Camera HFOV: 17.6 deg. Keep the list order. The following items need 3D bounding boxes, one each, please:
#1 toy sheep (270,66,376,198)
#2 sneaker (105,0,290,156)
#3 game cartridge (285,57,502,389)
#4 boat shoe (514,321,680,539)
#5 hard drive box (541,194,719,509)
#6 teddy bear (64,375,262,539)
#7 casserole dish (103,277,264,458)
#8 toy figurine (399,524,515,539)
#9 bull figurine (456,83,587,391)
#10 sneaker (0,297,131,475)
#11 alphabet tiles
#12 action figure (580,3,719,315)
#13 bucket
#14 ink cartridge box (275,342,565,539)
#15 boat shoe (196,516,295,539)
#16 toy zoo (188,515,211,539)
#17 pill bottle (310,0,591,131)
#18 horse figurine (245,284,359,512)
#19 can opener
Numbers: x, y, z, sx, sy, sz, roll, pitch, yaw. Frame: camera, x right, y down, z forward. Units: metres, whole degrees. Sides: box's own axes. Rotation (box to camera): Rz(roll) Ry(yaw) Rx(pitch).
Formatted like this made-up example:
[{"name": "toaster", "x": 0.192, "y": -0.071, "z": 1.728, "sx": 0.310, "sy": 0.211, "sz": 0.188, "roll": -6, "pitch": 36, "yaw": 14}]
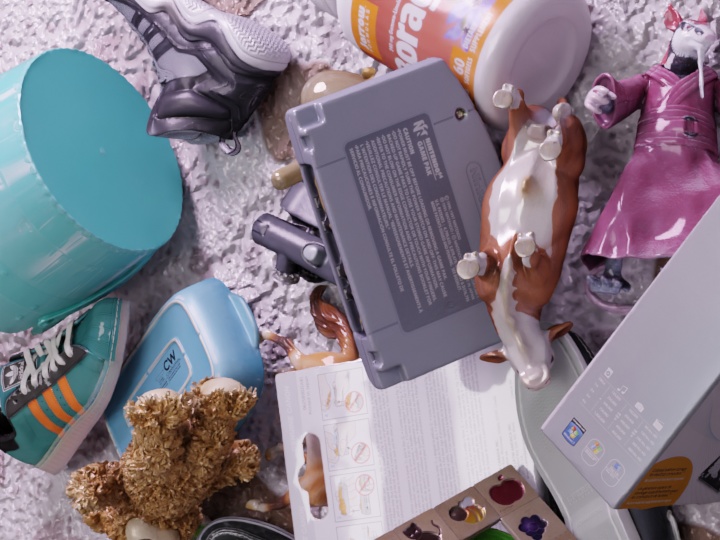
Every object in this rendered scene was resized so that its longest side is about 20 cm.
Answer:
[{"name": "toy sheep", "x": 0.026, "y": -0.060, "z": 1.651, "sx": 0.138, "sy": 0.138, "sz": 0.200, "roll": -39, "pitch": 81, "yaw": 29}, {"name": "sneaker", "x": -0.151, "y": -0.165, "z": 1.827, "sx": 0.200, "sy": 0.075, "sz": 0.114, "roll": 30, "pitch": 103, "yaw": 32}, {"name": "game cartridge", "x": 0.039, "y": -0.035, "z": 1.573, "sx": 0.040, "sy": 0.133, "sz": 0.201, "roll": -166, "pitch": 57, "yaw": -71}, {"name": "boat shoe", "x": 0.162, "y": 0.129, "z": 1.579, "sx": 0.076, "sy": 0.060, "sz": 0.201, "roll": -27, "pitch": 74, "yaw": 46}, {"name": "hard drive box", "x": 0.232, "y": 0.052, "z": 1.469, "sx": 0.077, "sy": 0.156, "sz": 0.200, "roll": 47, "pitch": 115, "yaw": 29}, {"name": "teddy bear", "x": -0.142, "y": 0.151, "z": 1.728, "sx": 0.200, "sy": 0.145, "sz": 0.067, "roll": -51, "pitch": 57, "yaw": 30}, {"name": "casserole dish", "x": -0.144, "y": 0.094, "z": 1.808, "sx": 0.200, "sy": 0.039, "sz": 0.121, "roll": -51, "pitch": 54, "yaw": 36}, {"name": "toy figurine", "x": 0.042, "y": 0.298, "z": 1.591, "sx": 0.150, "sy": 0.200, "sz": 0.184, "roll": 40, "pitch": 144, "yaw": 18}, {"name": "bull figurine", "x": 0.108, "y": -0.025, "z": 1.533, "sx": 0.065, "sy": 0.121, "sz": 0.201, "roll": 5, "pitch": 77, "yaw": 14}, {"name": "sneaker", "x": -0.245, "y": 0.088, "z": 1.849, "sx": 0.072, "sy": 0.080, "sz": 0.200, "roll": -90, "pitch": 25, "yaw": -46}, {"name": "alphabet tiles", "x": 0.067, "y": 0.227, "z": 1.514, "sx": 0.167, "sy": 0.200, "sz": 0.008, "roll": 49, "pitch": 154, "yaw": 33}, {"name": "action figure", "x": 0.217, "y": -0.080, "z": 1.545, "sx": 0.133, "sy": 0.149, "sz": 0.201, "roll": 6, "pitch": 71, "yaw": 10}, {"name": "bucket", "x": -0.246, "y": -0.067, "z": 1.823, "sx": 0.135, "sy": 0.207, "sz": 0.208, "roll": -28, "pitch": 71, "yaw": 32}, {"name": "ink cartridge box", "x": 0.045, "y": 0.136, "z": 1.661, "sx": 0.199, "sy": 0.057, "sz": 0.163, "roll": -12, "pitch": 81, "yaw": 31}, {"name": "boat shoe", "x": -0.055, "y": 0.240, "z": 1.723, "sx": 0.199, "sy": 0.068, "sz": 0.074, "roll": 38, "pitch": 86, "yaw": 32}, {"name": "toy zoo", "x": -0.098, "y": 0.304, "z": 1.795, "sx": 0.200, "sy": 0.020, "sz": 0.131, "roll": 44, "pitch": 113, "yaw": 31}, {"name": "pill bottle", "x": 0.056, "y": -0.186, "z": 1.645, "sx": 0.200, "sy": 0.112, "sz": 0.112, "roll": 32, "pitch": 107, "yaw": 35}, {"name": "horse figurine", "x": -0.029, "y": 0.113, "z": 1.735, "sx": 0.132, "sy": 0.050, "sz": 0.201, "roll": 7, "pitch": 95, "yaw": 45}, {"name": "can opener", "x": 0.000, "y": 0.000, "z": 1.709, "sx": 0.200, "sy": 0.063, "sz": 0.079, "roll": 32, "pitch": 106, "yaw": 35}]
